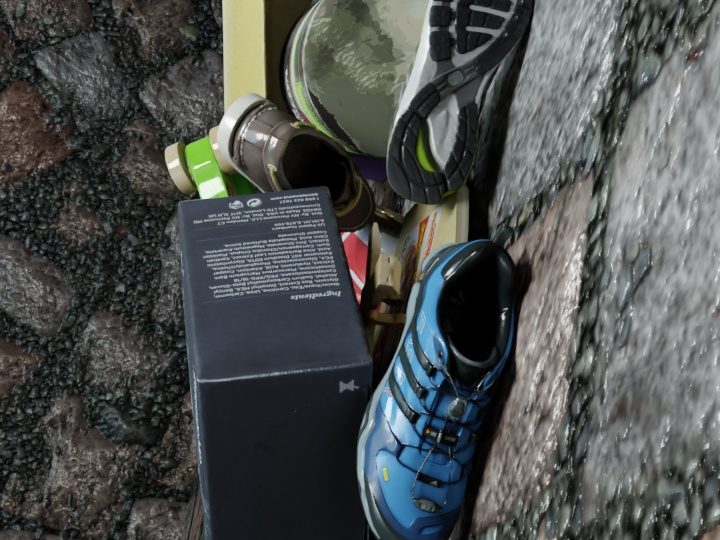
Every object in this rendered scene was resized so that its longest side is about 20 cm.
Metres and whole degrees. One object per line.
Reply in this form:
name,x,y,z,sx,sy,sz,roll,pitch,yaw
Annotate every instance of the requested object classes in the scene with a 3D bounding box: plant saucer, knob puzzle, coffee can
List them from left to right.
plant saucer,-0.087,-0.189,1.295,0.200,0.048,0.203,-41,-49,-78
coffee can,0.013,-0.167,1.154,0.200,0.144,0.149,-150,73,-80
knob puzzle,0.050,0.020,1.018,0.220,0.030,0.223,-162,89,-81

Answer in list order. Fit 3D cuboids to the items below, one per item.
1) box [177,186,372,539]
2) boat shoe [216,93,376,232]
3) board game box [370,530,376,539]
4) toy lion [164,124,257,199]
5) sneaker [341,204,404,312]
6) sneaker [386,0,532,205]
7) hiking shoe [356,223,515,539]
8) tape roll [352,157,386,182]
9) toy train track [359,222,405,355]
box,-0.062,0.080,0.989,0.201,0.115,0.199,-107,14,-52
boat shoe,-0.035,-0.070,1.073,0.072,0.059,0.200,-58,-32,-4
board game box,0.000,0.177,1.123,0.200,0.028,0.137,-107,33,-72
toy lion,-0.102,-0.010,1.321,0.192,0.068,0.202,48,-157,-61
sneaker,0.000,0.000,1.239,0.200,0.070,0.114,-125,52,-75
sneaker,0.061,-0.141,0.998,0.202,0.073,0.081,-67,9,-7
hiking shoe,0.046,0.073,0.843,0.087,0.073,0.203,136,146,-75
tape roll,0.005,-0.199,1.445,0.200,0.084,0.203,-166,90,-81
toy train track,0.011,0.042,1.036,0.200,0.032,0.116,114,163,-64
